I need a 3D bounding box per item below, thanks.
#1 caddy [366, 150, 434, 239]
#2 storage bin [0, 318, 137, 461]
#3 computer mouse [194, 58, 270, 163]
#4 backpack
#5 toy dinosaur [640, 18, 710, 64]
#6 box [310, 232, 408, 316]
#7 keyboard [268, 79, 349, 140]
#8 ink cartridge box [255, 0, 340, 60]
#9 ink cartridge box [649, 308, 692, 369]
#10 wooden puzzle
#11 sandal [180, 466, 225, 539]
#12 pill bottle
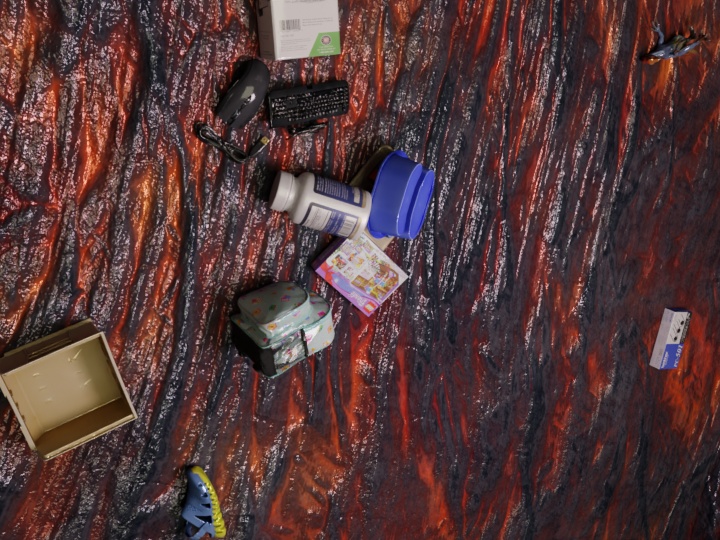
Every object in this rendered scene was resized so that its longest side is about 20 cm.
[{"bbox_3d":[0.078,-0.162,1.609,0.141,0.105,0.201,12,96,-60],"label":"caddy"},{"bbox_3d":[-0.564,0.226,1.399,0.198,0.094,0.201,-25,118,-23],"label":"storage bin"},{"bbox_3d":[-0.220,-0.308,1.457,0.140,0.046,0.200,39,84,-34],"label":"computer mouse"},{"bbox_3d":[-0.158,0.111,1.564,0.199,0.176,0.154,-18,119,-30],"label":"backpack"},{"bbox_3d":[0.856,-0.595,2.009,0.181,0.105,0.200,-33,136,5],"label":"toy dinosaur"},{"bbox_3d":[0.000,0.000,1.690,0.137,0.039,0.200,-45,125,4],"label":"box"},{"bbox_3d":[-0.097,-0.329,1.515,0.199,0.040,0.104,-19,123,-32],"label":"keyboard"},{"bbox_3d":[-0.124,-0.518,1.420,0.146,0.084,0.201,-14,113,-28],"label":"ink cartridge box"},{"bbox_3d":[1.025,0.225,2.420,0.094,0.044,0.201,2,106,-31],"label":"ink cartridge box"},{"bbox_3d":[0.051,-0.155,1.679,0.200,0.046,0.185,-49,125,-8],"label":"wooden puzzle"},{"bbox_3d":[-0.363,0.531,1.644,0.087,0.079,0.201,-18,114,-22],"label":"sandal"},{"bbox_3d":[-0.087,-0.142,1.543,0.199,0.111,0.111,16,98,-18],"label":"pill bottle"}]
